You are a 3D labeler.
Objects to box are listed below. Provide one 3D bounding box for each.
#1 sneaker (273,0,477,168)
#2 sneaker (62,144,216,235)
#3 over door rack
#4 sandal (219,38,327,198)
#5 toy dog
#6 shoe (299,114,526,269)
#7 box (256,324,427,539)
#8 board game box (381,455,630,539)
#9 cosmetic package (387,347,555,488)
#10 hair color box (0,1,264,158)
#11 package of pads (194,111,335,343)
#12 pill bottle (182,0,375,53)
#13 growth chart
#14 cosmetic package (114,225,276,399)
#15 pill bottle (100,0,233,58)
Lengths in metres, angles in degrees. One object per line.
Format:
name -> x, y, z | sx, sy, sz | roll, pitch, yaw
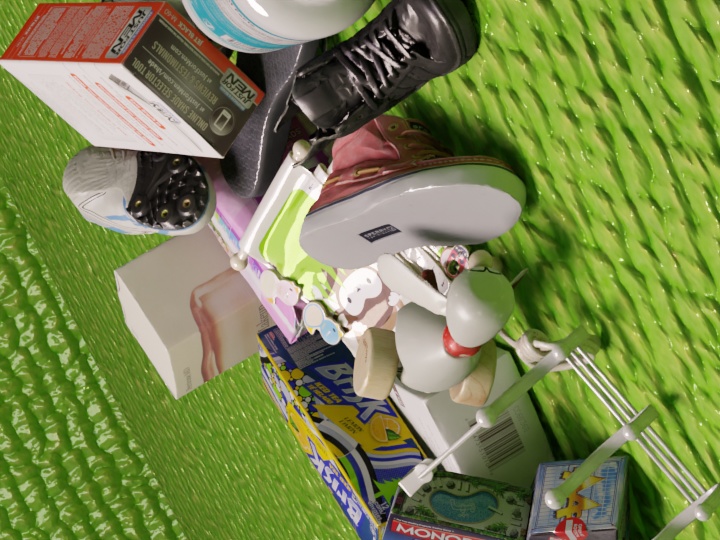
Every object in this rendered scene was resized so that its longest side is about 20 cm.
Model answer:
sneaker -> 0.005, -0.125, 1.542 | 0.060, 0.104, 0.200 | 57, 167, 1
sneaker -> -0.160, -0.058, 1.860 | 0.072, 0.072, 0.200 | 35, 169, -32
over door rack -> 0.122, 0.148, 1.553 | 0.148, 0.067, 0.200 | 49, 131, 5
sandal -> -0.059, -0.143, 1.764 | 0.076, 0.043, 0.201 | 54, 140, 33
toy dog -> 0.063, 0.024, 1.617 | 0.200, 0.131, 0.097 | -26, 56, 52
shoe -> 0.039, -0.066, 1.614 | 0.071, 0.091, 0.199 | 33, 150, -31
box -> -0.006, 0.126, 1.839 | 0.200, 0.064, 0.070 | 56, 163, 33
board game box -> 0.115, 0.191, 1.710 | 0.200, 0.199, 0.062 | 105, 178, -56
cosmetic package -> 0.065, 0.108, 1.853 | 0.113, 0.081, 0.200 | 65, 164, -15
hair color box -> -0.172, -0.144, 1.790 | 0.111, 0.064, 0.200 | 42, 163, -30
package of pads -> -0.055, -0.055, 1.862 | 0.200, 0.120, 0.076 | 54, 159, 21
pill bottle -> -0.047, -0.202, 1.560 | 0.111, 0.110, 0.200 | 62, 165, -9
growth chart -> 0.000, 0.000, 1.738 | 0.199, 0.018, 0.145 | 34, 123, 19
cosmetic package -> -0.088, 0.004, 1.933 | 0.087, 0.199, 0.104 | 55, 167, 22
pill bottle -> -0.139, -0.217, 1.837 | 0.117, 0.116, 0.200 | 58, 166, 5
